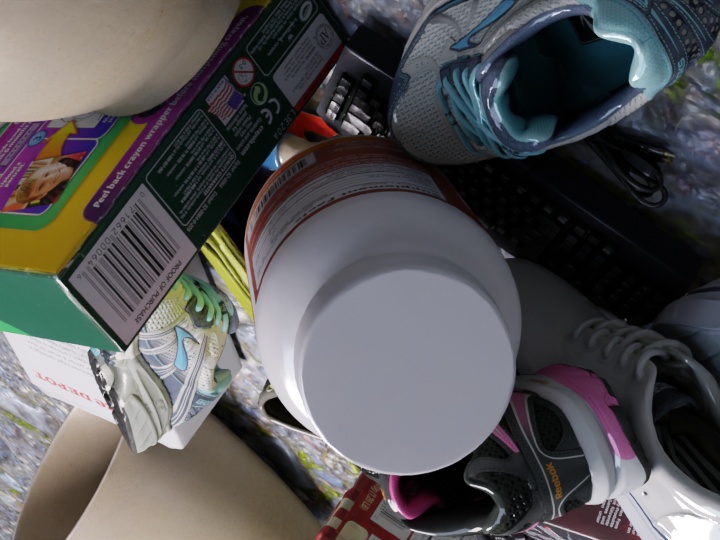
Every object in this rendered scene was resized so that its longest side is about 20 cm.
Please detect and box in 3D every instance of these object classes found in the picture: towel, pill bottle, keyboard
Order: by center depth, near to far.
[{"bbox_3d":[0.008,0.013,0.725,0.112,0.112,0.200,44,-173,-16],"label":"pill bottle"},{"bbox_3d":[0.074,-0.049,0.790,0.200,0.021,0.127,34,146,2],"label":"keyboard"},{"bbox_3d":[-0.055,0.031,0.938,0.086,0.018,0.200,39,164,51],"label":"towel"}]

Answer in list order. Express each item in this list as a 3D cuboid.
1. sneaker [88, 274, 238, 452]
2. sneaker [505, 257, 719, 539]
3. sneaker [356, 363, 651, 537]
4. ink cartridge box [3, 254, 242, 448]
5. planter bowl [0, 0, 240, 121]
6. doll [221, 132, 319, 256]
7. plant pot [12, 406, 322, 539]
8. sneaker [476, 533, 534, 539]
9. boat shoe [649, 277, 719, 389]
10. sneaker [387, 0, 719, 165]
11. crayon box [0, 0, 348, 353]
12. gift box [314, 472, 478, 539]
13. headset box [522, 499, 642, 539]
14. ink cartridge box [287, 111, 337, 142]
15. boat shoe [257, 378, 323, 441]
[{"bbox_3d":[-0.120,0.021,0.980,0.078,0.086,0.200,54,160,30],"label":"sneaker"},{"bbox_3d":[0.126,0.055,0.768,0.200,0.073,0.071,48,140,28],"label":"sneaker"},{"bbox_3d":[0.036,0.082,0.769,0.200,0.086,0.081,-13,100,62],"label":"sneaker"},{"bbox_3d":[-0.179,0.014,1.119,0.146,0.084,0.200,21,148,27],"label":"ink cartridge box"},{"bbox_3d":[-0.133,-0.148,0.728,0.200,0.201,0.135,5,163,45],"label":"planter bowl"},{"bbox_3d":[-0.043,-0.026,0.892,0.200,0.048,0.137,48,149,9],"label":"doll"},{"bbox_3d":[-0.135,0.192,1.276,0.200,0.188,0.187,31,156,-21],"label":"plant pot"},{"bbox_3d":[0.163,0.166,1.012,0.200,0.072,0.083,20,176,27],"label":"sneaker"},{"bbox_3d":[0.191,0.026,0.731,0.074,0.067,0.200,52,168,-2],"label":"boat shoe"},{"bbox_3d":[0.063,-0.082,0.673,0.078,0.086,0.200,48,145,-11],"label":"sneaker"},{"bbox_3d":[-0.127,-0.060,0.817,0.172,0.200,0.058,5,142,45],"label":"crayon box"},{"bbox_3d":[0.016,0.234,1.150,0.200,0.185,0.187,36,144,8],"label":"gift box"},{"bbox_3d":[0.170,0.126,0.859,0.200,0.075,0.149,15,167,36],"label":"headset box"},{"bbox_3d":[0.000,0.000,0.932,0.162,0.050,0.200,20,151,27],"label":"ink cartridge box"},{"bbox_3d":[0.026,0.093,1.033,0.201,0.060,0.072,16,145,33],"label":"boat shoe"}]
